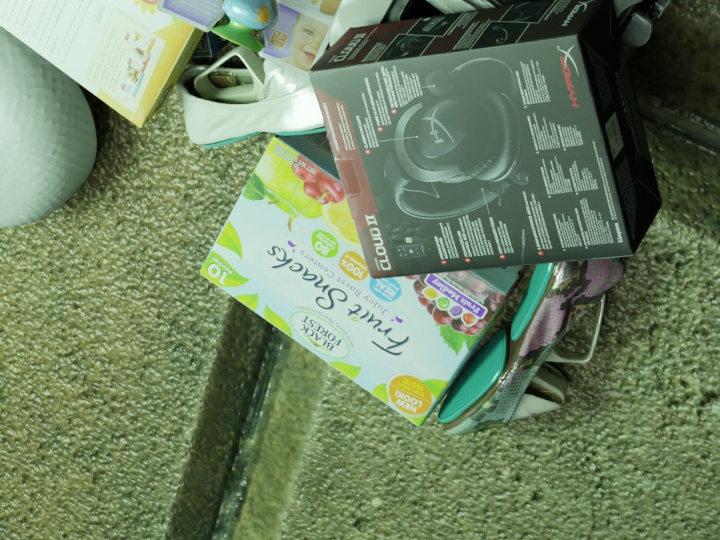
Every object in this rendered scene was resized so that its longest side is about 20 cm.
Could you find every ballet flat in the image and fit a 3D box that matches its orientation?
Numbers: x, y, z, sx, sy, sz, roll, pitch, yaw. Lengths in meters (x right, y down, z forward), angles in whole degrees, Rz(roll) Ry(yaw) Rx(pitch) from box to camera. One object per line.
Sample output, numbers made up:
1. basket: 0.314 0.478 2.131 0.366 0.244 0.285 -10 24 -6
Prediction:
1. ballet flat: -0.060 -0.127 1.621 0.200 0.069 0.069 -5 115 46
2. ballet flat: 0.126 0.056 1.657 0.071 0.069 0.200 23 126 -10

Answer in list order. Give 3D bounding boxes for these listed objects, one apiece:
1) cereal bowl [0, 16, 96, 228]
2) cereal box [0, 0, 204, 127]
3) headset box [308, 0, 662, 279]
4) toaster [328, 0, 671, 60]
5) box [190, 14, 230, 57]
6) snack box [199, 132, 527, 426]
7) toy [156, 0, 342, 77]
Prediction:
1. cereal bowl: -0.301 -0.106 1.731 0.200 0.083 0.200 20 139 18
2. cereal box: -0.199 -0.211 1.629 0.200 0.040 0.144 37 133 3
3. headset box: 0.070 -0.081 1.452 0.200 0.077 0.149 -6 115 27
4. toaster: 0.093 -0.186 1.504 0.200 0.119 0.181 36 125 5
5. box: -0.198 -0.222 1.675 0.200 0.038 0.137 2 118 25
6. snack box: 0.000 0.000 1.689 0.200 0.053 0.142 35 127 6
7. toy: -0.042 -0.236 1.525 0.115 0.047 0.200 23 103 -9
